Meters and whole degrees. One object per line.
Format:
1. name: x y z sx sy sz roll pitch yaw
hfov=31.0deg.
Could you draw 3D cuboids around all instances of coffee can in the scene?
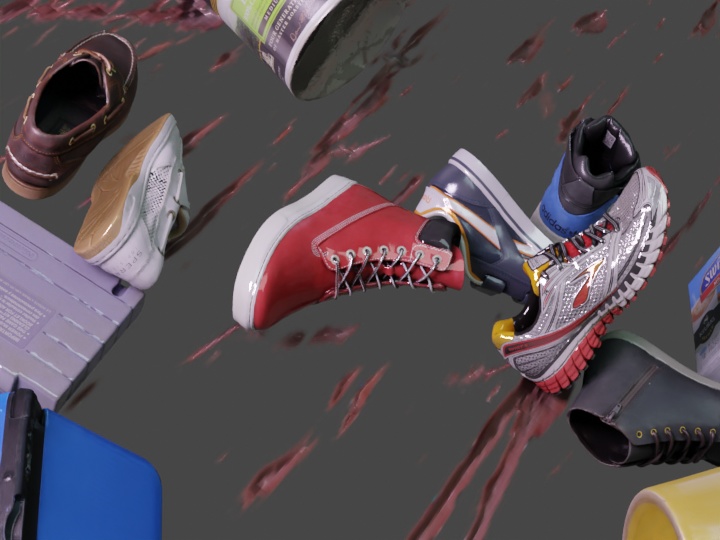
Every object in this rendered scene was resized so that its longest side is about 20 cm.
1. coffee can: -0.074 -0.279 1.205 0.200 0.147 0.146 46 44 16

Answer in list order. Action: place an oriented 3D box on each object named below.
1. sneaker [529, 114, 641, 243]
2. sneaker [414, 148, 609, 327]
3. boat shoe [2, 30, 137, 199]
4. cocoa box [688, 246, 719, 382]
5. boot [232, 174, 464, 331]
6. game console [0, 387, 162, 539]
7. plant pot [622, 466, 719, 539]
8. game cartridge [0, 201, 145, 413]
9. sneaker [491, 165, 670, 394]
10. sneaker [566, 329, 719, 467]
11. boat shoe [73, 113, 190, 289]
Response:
1. sneaker: 0.233 -0.106 1.244 0.076 0.112 0.200 36 42 7
2. sneaker: 0.128 -0.006 1.121 0.079 0.078 0.200 -45 94 -3
3. boat shoe: -0.223 -0.140 1.045 0.070 0.071 0.201 23 41 -7
4. cocoa box: 0.421 0.049 1.189 0.198 0.134 0.132 21 42 -11
5. boot: 0.000 0.000 1.012 0.143 0.073 0.200 22 37 19
6. game console: -0.216 0.187 0.777 0.168 0.119 0.202 -10 48 3
7. plant pot: 0.298 0.217 0.929 0.186 0.202 0.202 -3 50 -11
8. game cartridge: -0.266 0.009 0.907 0.199 0.039 0.130 33 46 1
9. sneaker: 0.179 0.003 1.044 0.082 0.201 0.078 30 13 -8
10. sneaker: 0.265 0.141 1.067 0.198 0.075 0.106 29 46 11
11. boat shoe: -0.165 -0.051 1.001 0.069 0.071 0.201 45 27 -22
